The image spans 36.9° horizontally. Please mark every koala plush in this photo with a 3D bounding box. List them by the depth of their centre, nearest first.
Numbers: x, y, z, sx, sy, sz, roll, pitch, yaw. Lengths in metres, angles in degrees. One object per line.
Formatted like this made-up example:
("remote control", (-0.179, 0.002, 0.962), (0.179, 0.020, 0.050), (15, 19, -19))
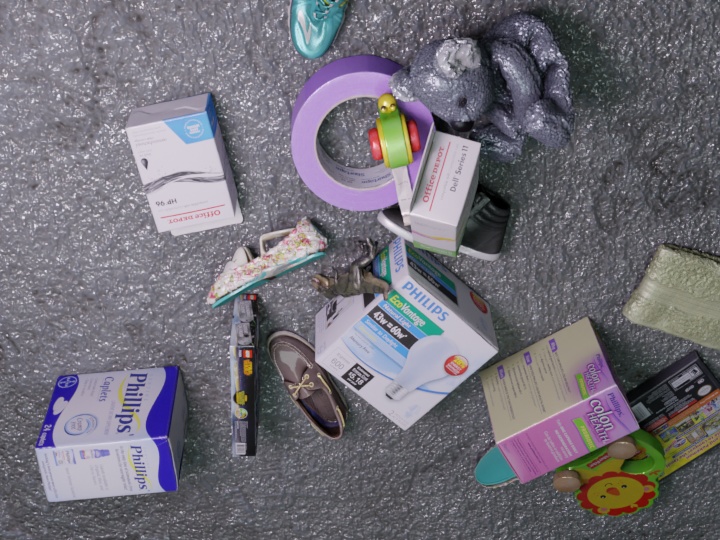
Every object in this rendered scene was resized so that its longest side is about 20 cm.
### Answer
("koala plush", (0.145, -0.242, 1.362), (0.196, 0.177, 0.188), (1, 86, -25))

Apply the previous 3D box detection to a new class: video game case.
("video game case", (0.515, 0.248, 1.781), (0.199, 0.026, 0.181), (-37, 116, 16))

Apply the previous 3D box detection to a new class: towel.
("towel", (0.515, 0.042, 1.652), (0.196, 0.037, 0.150), (17, 117, -13))

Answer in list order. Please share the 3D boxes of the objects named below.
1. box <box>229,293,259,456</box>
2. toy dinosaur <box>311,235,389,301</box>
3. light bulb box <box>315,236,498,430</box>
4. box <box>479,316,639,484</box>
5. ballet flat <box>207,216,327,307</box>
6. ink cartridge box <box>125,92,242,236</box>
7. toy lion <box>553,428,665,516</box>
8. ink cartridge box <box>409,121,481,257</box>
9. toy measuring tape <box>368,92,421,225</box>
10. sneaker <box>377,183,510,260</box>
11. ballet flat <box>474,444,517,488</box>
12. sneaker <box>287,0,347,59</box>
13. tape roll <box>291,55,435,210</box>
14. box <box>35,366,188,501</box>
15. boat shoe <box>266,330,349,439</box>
("box", (-0.172, 0.157, 1.620), (0.039, 0.138, 0.203), (0, 121, -4))
("toy dinosaur", (0.000, 0.000, 1.547), (0.047, 0.199, 0.090), (19, 81, -30))
("light bulb box", (0.066, 0.092, 1.603), (0.197, 0.126, 0.200), (38, 113, -23))
("box", (0.299, 0.197, 1.649), (0.198, 0.177, 0.097), (-29, 118, 13))
("ballet flat", (-0.141, -0.014, 1.562), (0.197, 0.076, 0.065), (-26, 85, 7))
("ink cartridge box", (-0.238, -0.129, 1.487), (0.114, 0.068, 0.203), (-11, 121, 3))
("toy lion", (0.427, 0.337, 1.789), (0.190, 0.069, 0.200), (29, 130, -22))
("ink cartridge box", (0.111, -0.102, 1.403), (0.066, 0.200, 0.119), (15, 79, 9))
("toy measuring tape", (0.052, -0.136, 1.424), (0.072, 0.074, 0.203), (-11, 121, 3))
("sneaker", (0.125, -0.085, 1.538), (0.196, 0.071, 0.101), (13, 117, -17))
("ballet flat", (0.273, 0.292, 1.771), (0.063, 0.076, 0.200), (10, 133, -49))
("sneaker", (-0.041, -0.358, 1.356), (0.076, 0.080, 0.202), (16, 119, -13))
("tape roll", (0.003, -0.186, 1.470), (0.196, 0.066, 0.203), (-2, 122, -3))
("box", (-0.370, 0.243, 1.632), (0.196, 0.185, 0.107), (-5, 120, -1))
("boat shoe", (-0.081, 0.181, 1.684), (0.071, 0.060, 0.202), (-25, 119, 12))
